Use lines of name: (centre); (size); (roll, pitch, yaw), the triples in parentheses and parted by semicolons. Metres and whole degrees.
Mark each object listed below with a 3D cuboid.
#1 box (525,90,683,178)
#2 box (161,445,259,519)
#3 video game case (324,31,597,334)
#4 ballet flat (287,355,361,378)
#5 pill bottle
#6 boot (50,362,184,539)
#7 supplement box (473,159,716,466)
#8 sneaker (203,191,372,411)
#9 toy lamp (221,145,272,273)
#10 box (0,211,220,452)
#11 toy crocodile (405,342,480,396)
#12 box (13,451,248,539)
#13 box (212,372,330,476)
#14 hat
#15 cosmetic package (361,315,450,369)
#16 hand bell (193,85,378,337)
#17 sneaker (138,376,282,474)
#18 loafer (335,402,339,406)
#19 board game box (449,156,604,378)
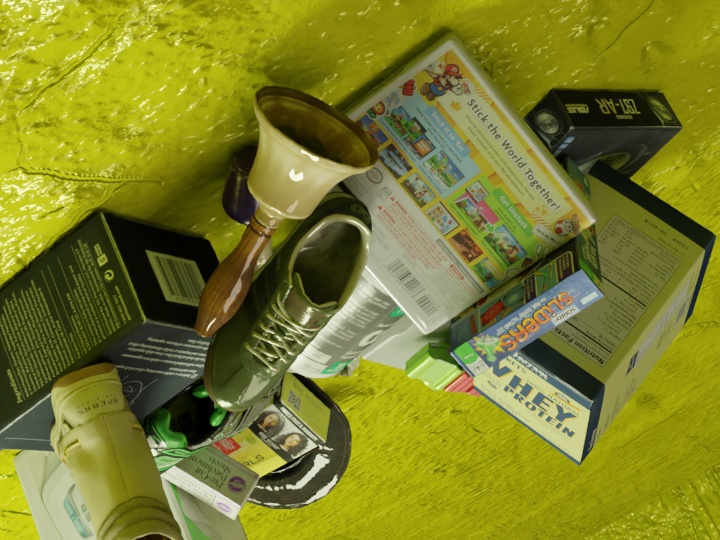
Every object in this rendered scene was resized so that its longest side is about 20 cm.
box: (0.186, -0.093, 1.499); (0.159, 0.044, 0.200); (-4, 149, -41)
box: (-0.190, 0.162, 1.474); (0.042, 0.199, 0.039); (-57, 176, -31)
video game case: (0.063, -0.066, 1.283); (0.182, 0.200, 0.023); (-34, -160, 20)
ballet flat: (-0.049, 0.074, 1.560); (0.072, 0.072, 0.200); (-34, 157, 19)
pill bottle: (0.000, 0.000, 1.410); (0.113, 0.114, 0.200); (-1, 147, -46)
boot: (-0.191, 0.179, 1.260); (0.072, 0.156, 0.200); (-19, 157, -16)
supplement box: (0.217, 0.044, 1.495); (0.200, 0.134, 0.200); (-50, 161, -16)
sneaker: (-0.055, 0.026, 1.235); (0.201, 0.067, 0.090); (-56, -166, -1)
toy lamp: (-0.084, -0.020, 1.310); (0.058, 0.058, 0.201); (-19, 139, -16)
box: (-0.220, 0.058, 1.311); (0.200, 0.108, 0.148); (-36, 156, 21)
toy crocodile: (0.115, 0.102, 1.615); (0.067, 0.062, 0.199); (-39, 154, 24)
box: (-0.227, 0.231, 1.560); (0.176, 0.201, 0.096); (-36, 155, 26)
box: (-0.129, 0.178, 1.608); (0.199, 0.050, 0.075); (-29, 120, 27)
hat: (-0.093, 0.156, 1.669); (0.199, 0.081, 0.202); (5, 127, 7)
cosmetic package: (0.073, 0.045, 1.633); (0.112, 0.082, 0.200); (-33, 156, 16)
hand bell: (-0.077, -0.028, 1.203); (0.104, 0.104, 0.201); (1, 127, -48)
sneaker: (-0.131, 0.123, 1.434); (0.085, 0.078, 0.200); (-28, -173, 44)
loafer: (-0.101, 0.194, 1.784); (0.199, 0.069, 0.076); (-8, 152, -37)
board game box: (0.140, -0.007, 1.361); (0.135, 0.200, 0.034); (-34, 113, 22)
